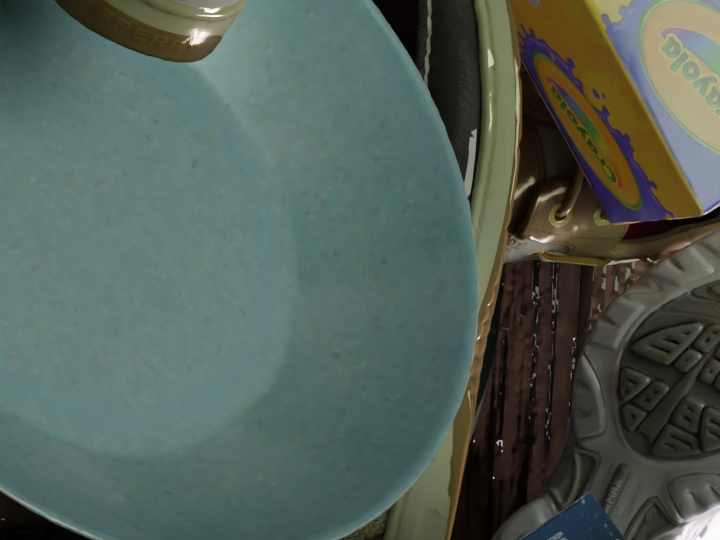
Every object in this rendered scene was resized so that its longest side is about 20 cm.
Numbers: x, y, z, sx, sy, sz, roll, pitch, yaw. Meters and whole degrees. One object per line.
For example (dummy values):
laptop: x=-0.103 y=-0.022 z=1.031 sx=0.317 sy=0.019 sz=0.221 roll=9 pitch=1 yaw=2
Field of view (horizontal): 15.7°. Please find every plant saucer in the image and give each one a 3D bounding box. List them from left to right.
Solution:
plant saucer: x=-0.060 y=-0.018 z=0.639 sx=0.200 sy=0.039 sz=0.202 roll=20 pitch=55 yaw=-31

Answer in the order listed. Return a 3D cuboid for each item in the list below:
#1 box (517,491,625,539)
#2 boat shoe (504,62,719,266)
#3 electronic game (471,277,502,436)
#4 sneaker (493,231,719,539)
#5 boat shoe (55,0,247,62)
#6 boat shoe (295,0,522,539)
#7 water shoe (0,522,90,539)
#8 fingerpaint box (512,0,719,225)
box: x=-0.023 y=0.144 z=0.694 sx=0.136 sy=0.200 sz=0.038 roll=-28 pitch=77 yaw=-45
boat shoe: x=0.062 y=-0.037 z=0.836 sx=0.199 sy=0.066 sz=0.075 roll=-2 pitch=85 yaw=-53
electronic game: x=-0.017 y=-0.010 z=0.816 sx=0.199 sy=0.041 sz=0.201 roll=15 pitch=71 yaw=-52
sneaker: x=0.109 y=0.058 z=0.879 sx=0.200 sy=0.078 sz=0.099 roll=-56 pitch=163 yaw=23
boat shoe: x=-0.055 y=-0.143 z=0.646 sx=0.073 sy=0.063 sz=0.202 roll=17 pitch=43 yaw=-31
boat shoe: x=0.000 y=0.000 z=0.723 sx=0.064 sy=0.073 sz=0.202 roll=5 pitch=93 yaw=-19
water shoe: x=-0.119 y=0.116 z=0.677 sx=0.199 sy=0.071 sz=0.080 roll=-5 pitch=96 yaw=-46
fingerpaint box: x=0.103 y=-0.141 z=0.774 sx=0.166 sy=0.073 sz=0.201 roll=-32 pitch=98 yaw=-16
